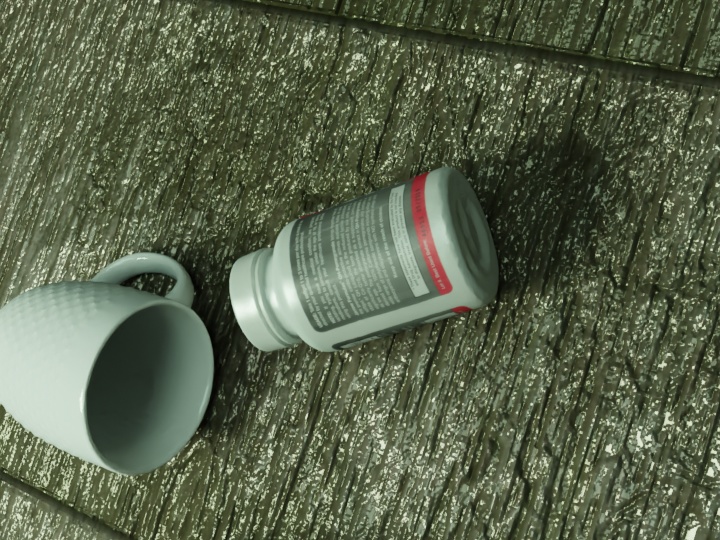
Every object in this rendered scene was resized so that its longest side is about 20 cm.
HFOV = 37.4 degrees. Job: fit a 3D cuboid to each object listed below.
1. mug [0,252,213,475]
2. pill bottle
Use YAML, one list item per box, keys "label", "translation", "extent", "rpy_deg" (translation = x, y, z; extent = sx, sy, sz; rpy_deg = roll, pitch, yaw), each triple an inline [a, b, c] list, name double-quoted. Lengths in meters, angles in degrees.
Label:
- label: "mug"
  translation: [-0.227, 0.063, 0.939]
  extent: [0.174, 0.148, 0.201]
  rpy_deg: [12, 54, 35]
- label: "pill bottle"
  translation: [0.000, 0.000, 0.842]
  extent: [0.198, 0.110, 0.112]
  rpy_deg: [-18, 71, 22]
